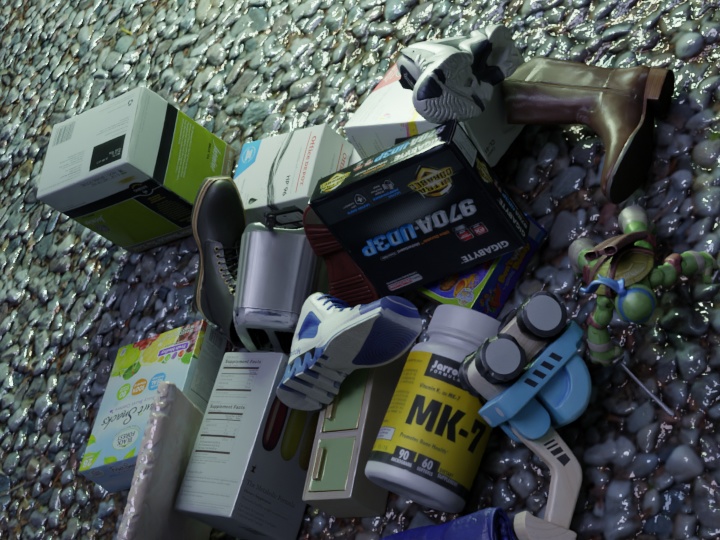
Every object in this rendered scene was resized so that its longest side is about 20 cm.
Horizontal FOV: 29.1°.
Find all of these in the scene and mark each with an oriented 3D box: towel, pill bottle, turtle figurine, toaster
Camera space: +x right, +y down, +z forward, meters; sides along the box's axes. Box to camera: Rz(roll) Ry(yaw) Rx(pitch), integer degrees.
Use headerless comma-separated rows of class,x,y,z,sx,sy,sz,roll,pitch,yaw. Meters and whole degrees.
towel,0.079,0.331,1.407,0.199,0.049,0.149,-24,51,43
pill bottle,0.090,0.147,1.488,0.114,0.114,0.202,6,69,46
turtle figurine,0.290,0.031,1.403,0.194,0.198,0.145,-96,27,-63
toaster,-0.095,0.026,1.700,0.112,0.200,0.130,5,70,6
towel,-0.221,0.262,1.661,0.032,0.191,0.202,0,61,19

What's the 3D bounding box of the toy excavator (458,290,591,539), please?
toy excavator,0.182,0.152,1.387,0.194,0.200,0.100,-44,-5,-18

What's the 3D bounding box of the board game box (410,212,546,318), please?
board game box,0.109,-0.027,1.638,0.199,0.045,0.135,27,84,49

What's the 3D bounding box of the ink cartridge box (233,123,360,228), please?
ink cartridge box,-0.082,-0.125,1.870,0.199,0.068,0.117,-9,58,40

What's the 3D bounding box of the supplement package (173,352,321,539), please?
supplement package,-0.121,0.210,1.651,0.109,0.113,0.202,-3,63,44

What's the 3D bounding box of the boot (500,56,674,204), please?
boot,0.233,-0.163,1.562,0.198,0.064,0.187,11,58,31

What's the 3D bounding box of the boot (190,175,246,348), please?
boot,-0.166,-0.011,1.812,0.138,0.077,0.202,-139,44,-58

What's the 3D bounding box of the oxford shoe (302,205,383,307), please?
oxford shoe,0.000,0.000,1.653,0.070,0.202,0.075,-8,19,34

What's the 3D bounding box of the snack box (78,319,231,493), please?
snack box,-0.270,0.180,1.834,0.168,0.068,0.201,-20,44,35

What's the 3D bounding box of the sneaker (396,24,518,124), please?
sneaker,0.082,-0.211,1.565,0.129,0.080,0.199,-11,28,39

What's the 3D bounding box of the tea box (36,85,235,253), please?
tea box,-0.324,-0.140,2.017,0.199,0.196,0.135,-15,55,36

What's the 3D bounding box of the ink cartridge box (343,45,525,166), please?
ink cartridge box,0.100,-0.194,1.697,0.199,0.086,0.148,0,43,45

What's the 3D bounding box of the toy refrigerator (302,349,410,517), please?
toy refrigerator,-0.003,0.176,1.594,0.075,0.070,0.202,-10,58,40

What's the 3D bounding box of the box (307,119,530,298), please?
box,0.065,-0.064,1.545,0.199,0.159,0.046,-21,31,33

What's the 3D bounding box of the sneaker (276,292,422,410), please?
sneaker,-0.023,0.064,1.568,0.199,0.080,0.116,-36,39,36
